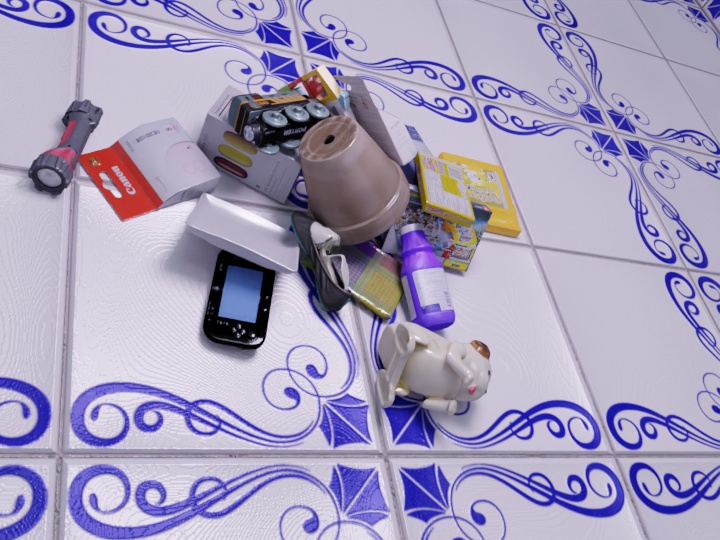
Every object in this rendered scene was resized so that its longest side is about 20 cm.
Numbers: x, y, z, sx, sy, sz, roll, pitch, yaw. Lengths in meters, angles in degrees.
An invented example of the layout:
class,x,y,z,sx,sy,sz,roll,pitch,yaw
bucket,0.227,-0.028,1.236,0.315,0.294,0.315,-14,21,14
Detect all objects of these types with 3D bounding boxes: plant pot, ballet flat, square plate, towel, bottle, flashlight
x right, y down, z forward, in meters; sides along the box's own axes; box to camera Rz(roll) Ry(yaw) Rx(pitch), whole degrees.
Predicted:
class,x,y,z,sx,sy,sz,roll,pitch,yaw
plant pot,-0.029,-0.178,1.397,0.174,0.197,0.202,59,23,-44
ballet flat,-0.061,-0.027,1.366,0.068,0.068,0.202,3,63,-64
square plate,-0.200,-0.062,1.327,0.198,0.029,0.199,24,18,-11
towel,0.000,0.000,1.444,0.199,0.023,0.144,33,45,0
bottle,0.118,0.013,1.438,0.082,0.065,0.203,-6,73,-27
flashlight,-0.505,-0.217,1.307,0.067,0.068,0.202,36,35,-32

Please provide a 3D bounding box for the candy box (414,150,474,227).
class,x,y,z,sx,sy,sz,roll,pitch,yaw
candy box,0.160,-0.161,1.476,0.101,0.027,0.201,17,34,-13

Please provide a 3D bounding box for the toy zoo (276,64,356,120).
class,x,y,z,sx,sy,sz,roll,pitch,yaw
toy zoo,-0.078,-0.317,1.469,0.020,0.199,0.132,-40,108,-27

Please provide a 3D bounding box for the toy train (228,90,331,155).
class,x,y,z,sx,sy,sz,roll,pitch,yaw
toy train,-0.145,-0.279,1.393,0.199,0.086,0.114,-22,56,-42

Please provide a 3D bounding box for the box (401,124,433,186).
class,x,y,z,sx,sy,sz,roll,pitch,yaw
box,0.116,-0.227,1.588,0.120,0.032,0.201,2,50,-49

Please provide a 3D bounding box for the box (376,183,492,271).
class,x,y,z,sx,sy,sz,roll,pitch,yaw
box,0.147,-0.085,1.518,0.197,0.138,0.038,13,23,-21

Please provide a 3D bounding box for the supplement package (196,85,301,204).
class,x,y,z,sx,sy,sz,roll,pitch,yaw
supplement package,-0.200,-0.241,1.465,0.198,0.114,0.110,27,44,-6

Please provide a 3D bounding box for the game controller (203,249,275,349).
class,x,y,z,sx,sy,sz,roll,pitch,yaw
game controller,-0.200,0.043,1.277,0.103,0.042,0.202,18,46,-17

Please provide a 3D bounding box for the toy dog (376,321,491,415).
class,x,y,z,sx,sy,sz,roll,pitch,yaw
toy dog,0.132,0.170,1.318,0.197,0.141,0.194,15,11,-16

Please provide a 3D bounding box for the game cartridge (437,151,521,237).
class,x,y,z,sx,sy,sz,roll,pitch,yaw
game cartridge,0.270,-0.175,1.742,0.174,0.033,0.202,10,49,-23

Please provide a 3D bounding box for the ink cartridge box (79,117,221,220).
class,x,y,z,sx,sy,sz,roll,pitch,yaw
ink cartridge box,-0.375,-0.187,1.366,0.199,0.057,0.163,-24,68,-46

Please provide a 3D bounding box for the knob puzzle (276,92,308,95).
class,x,y,z,sx,sy,sz,roll,pitch,yaw
knob puzzle,-0.096,-0.289,1.611,0.216,0.031,0.222,4,55,-6

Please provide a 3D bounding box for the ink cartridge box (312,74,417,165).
class,x,y,z,sx,sy,sz,roll,pitch,yaw
ink cartridge box,0.007,-0.298,1.462,0.050,0.201,0.160,-44,36,-23
